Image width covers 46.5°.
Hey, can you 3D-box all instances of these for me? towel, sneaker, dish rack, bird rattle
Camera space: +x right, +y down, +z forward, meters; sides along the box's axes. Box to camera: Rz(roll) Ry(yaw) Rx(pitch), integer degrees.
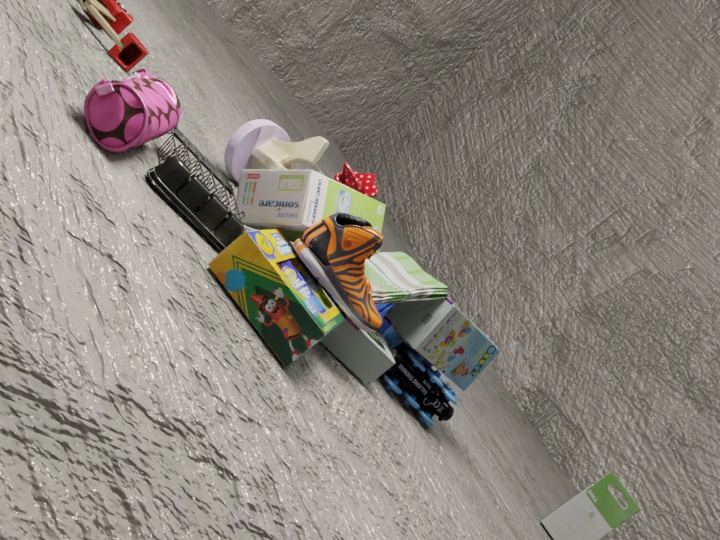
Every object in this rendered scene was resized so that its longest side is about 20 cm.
[{"bbox_3d":[0.035,0.004,1.389,0.198,0.031,0.149,-3,33,-40],"label":"towel"},{"bbox_3d":[0.000,0.000,1.219,0.200,0.112,0.078,51,1,-33],"label":"sneaker"},{"bbox_3d":[-0.233,-0.127,1.193,0.154,0.054,0.200,49,7,-30],"label":"dish rack"},{"bbox_3d":[-0.049,-0.118,1.714,0.113,0.198,0.165,18,59,-69],"label":"bird rattle"}]

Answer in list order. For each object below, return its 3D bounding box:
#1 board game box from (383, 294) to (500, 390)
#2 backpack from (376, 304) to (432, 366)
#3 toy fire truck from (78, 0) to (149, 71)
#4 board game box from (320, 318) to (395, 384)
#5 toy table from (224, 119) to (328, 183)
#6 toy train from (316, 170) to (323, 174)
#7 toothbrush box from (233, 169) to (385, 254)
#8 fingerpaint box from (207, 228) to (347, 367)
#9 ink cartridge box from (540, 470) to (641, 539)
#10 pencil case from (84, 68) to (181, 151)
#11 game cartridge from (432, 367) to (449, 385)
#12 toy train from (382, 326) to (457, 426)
[{"bbox_3d":[0.148,0.114,1.503,0.103,0.105,0.200,44,1,43],"label":"board game box"},{"bbox_3d":[0.094,0.092,1.653,0.200,0.162,0.169,45,14,-42],"label":"backpack"},{"bbox_3d":[-0.434,-0.433,1.396,0.200,0.049,0.141,49,9,-21],"label":"toy fire truck"},{"bbox_3d":[-0.032,0.075,1.386,0.148,0.064,0.200,47,9,-30],"label":"board game box"},{"bbox_3d":[-0.150,-0.187,1.521,0.117,0.185,0.200,37,16,20],"label":"toy table"},{"bbox_3d":[-0.077,-0.168,2.214,0.201,0.055,0.150,55,7,1],"label":"toy train"},{"bbox_3d":[-0.076,-0.090,1.303,0.144,0.087,0.199,5,-7,37],"label":"toothbrush box"},{"bbox_3d":[-0.105,0.029,1.142,0.167,0.073,0.200,52,8,2],"label":"fingerpaint box"},{"bbox_3d":[0.515,0.547,1.874,0.104,0.199,0.059,55,9,19],"label":"ink cartridge box"},{"bbox_3d":[-0.297,-0.212,1.092,0.200,0.090,0.095,-98,179,-75],"label":"pencil case"},{"bbox_3d":[0.124,0.184,1.871,0.201,0.041,0.133,54,4,10],"label":"game cartridge"},{"bbox_3d":[0.098,0.195,1.520,0.200,0.087,0.114,47,4,-31],"label":"toy train"}]
